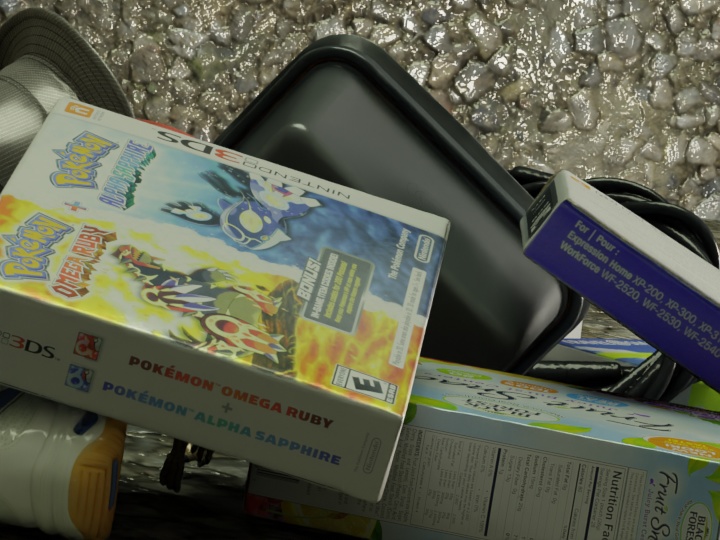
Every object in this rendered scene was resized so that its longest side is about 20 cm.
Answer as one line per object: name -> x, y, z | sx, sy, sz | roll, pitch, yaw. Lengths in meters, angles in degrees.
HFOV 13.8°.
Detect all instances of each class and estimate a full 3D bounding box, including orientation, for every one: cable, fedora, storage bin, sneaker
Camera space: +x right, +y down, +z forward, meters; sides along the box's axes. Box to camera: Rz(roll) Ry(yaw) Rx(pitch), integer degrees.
cable -> 0.102, 0.019, 1.609 | 0.200, 0.163, 0.051 | 18, -31, 24
fedora -> -0.191, -0.035, 1.616 | 0.090, 0.200, 0.177 | -22, 55, -28
storage bin -> 0.000, 0.000, 1.489 | 0.200, 0.146, 0.134 | 46, 18, -2
sneaker -> -0.140, 0.056, 1.219 | 0.088, 0.076, 0.200 | 8, 5, -5

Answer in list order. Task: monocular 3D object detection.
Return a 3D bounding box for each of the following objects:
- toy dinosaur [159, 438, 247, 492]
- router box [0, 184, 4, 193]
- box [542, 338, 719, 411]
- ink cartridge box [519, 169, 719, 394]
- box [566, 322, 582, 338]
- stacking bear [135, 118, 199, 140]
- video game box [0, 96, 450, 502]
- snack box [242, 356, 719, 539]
toy dinosaur -> -0.049, 0.043, 1.319 | 0.058, 0.101, 0.200 | 15, 12, 8
router box -> -0.221, -0.034, 1.268 | 0.200, 0.052, 0.157 | 47, 19, 10
box -> 0.188, 0.075, 1.666 | 0.122, 0.048, 0.200 | 4, 9, -45
ink cartridge box -> 0.165, 0.028, 1.388 | 0.198, 0.043, 0.200 | 34, 6, -1
box -> 0.036, 0.036, 1.857 | 0.156, 0.041, 0.200 | 11, 5, 22
stacking bear -> -0.117, -0.020, 1.746 | 0.113, 0.122, 0.200 | 15, 4, 0
video game box -> -0.062, 0.006, 1.209 | 0.182, 0.047, 0.200 | 15, 24, 0
snack box -> 0.069, 0.085, 1.286 | 0.199, 0.068, 0.169 | 9, 5, 14
